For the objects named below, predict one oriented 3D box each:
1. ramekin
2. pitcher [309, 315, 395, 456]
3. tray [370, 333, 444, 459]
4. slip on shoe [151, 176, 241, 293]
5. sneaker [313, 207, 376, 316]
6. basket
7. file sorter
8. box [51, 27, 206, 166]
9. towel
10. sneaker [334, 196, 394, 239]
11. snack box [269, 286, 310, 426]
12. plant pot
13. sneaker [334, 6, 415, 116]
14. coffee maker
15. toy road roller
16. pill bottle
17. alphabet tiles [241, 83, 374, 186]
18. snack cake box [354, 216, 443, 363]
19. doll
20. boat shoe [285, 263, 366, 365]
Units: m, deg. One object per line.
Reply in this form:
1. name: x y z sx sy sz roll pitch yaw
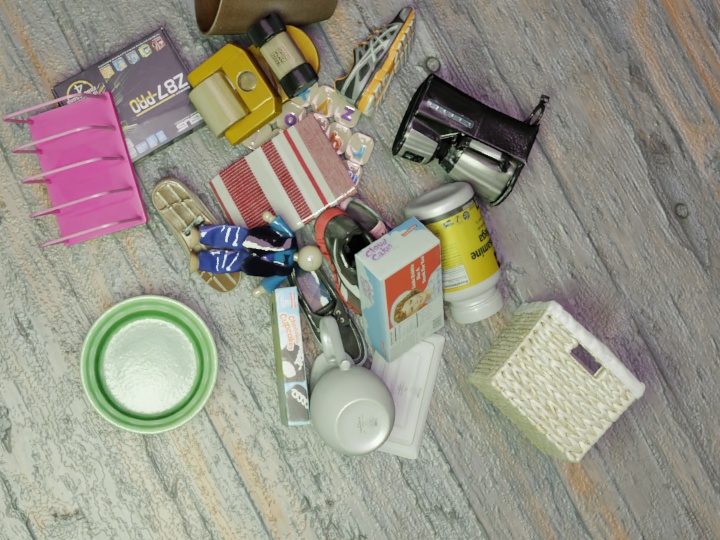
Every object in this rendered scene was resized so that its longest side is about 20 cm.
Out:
1. ramekin: -0.312 0.141 1.666 0.198 0.098 0.202 1 83 -10
2. pitcher: -0.024 0.168 1.640 0.120 0.200 0.173 -13 107 -10
3. tray: 0.064 0.187 1.764 0.106 0.022 0.202 15 81 -9
4. slip on shoe: -0.249 -0.057 1.722 0.076 0.061 0.201 -36 108 3
5. sneaker: 0.000 0.000 1.708 0.071 0.098 0.202 -36 122 -20
6. basket: 0.290 0.169 1.721 0.198 0.200 0.161 43 84 -2
7. file sorter: -0.419 -0.145 1.635 0.138 0.125 0.202 -15 93 11
8. box: -0.349 -0.255 1.733 0.199 0.049 0.162 -30 92 -11
9. towel: -0.120 -0.130 1.735 0.199 0.023 0.145 -31 78 6
10. sneaker: 0.033 -0.041 1.755 0.199 0.082 0.070 36 75 -5
11. snack box: -0.108 0.131 1.693 0.037 0.116 0.202 -5 84 -10
12. plant pot: -0.138 -0.447 1.741 0.198 0.187 0.189 3 82 -23
13. sneaker: 0.029 -0.346 1.799 0.077 0.078 0.201 25 71 15
14. coffee maker: 0.170 -0.226 1.792 0.199 0.135 0.193 28 56 -7
15. toy road roller: -0.153 -0.291 1.726 0.199 0.146 0.123 -34 90 10
16. pill bottle: 0.152 -0.026 1.745 0.112 0.112 0.202 -25 106 -12
17. alphabet tiles: -0.083 -0.204 1.790 0.198 0.015 0.197 23 77 -6
18. snack cake box: 0.061 0.032 1.686 0.114 0.201 0.067 -31 53 -20
19. doll: -0.156 -0.022 1.687 0.198 0.049 0.138 2 109 -6
20. boat shoe: -0.055 0.065 1.740 0.068 0.057 0.201 -33 89 -12
